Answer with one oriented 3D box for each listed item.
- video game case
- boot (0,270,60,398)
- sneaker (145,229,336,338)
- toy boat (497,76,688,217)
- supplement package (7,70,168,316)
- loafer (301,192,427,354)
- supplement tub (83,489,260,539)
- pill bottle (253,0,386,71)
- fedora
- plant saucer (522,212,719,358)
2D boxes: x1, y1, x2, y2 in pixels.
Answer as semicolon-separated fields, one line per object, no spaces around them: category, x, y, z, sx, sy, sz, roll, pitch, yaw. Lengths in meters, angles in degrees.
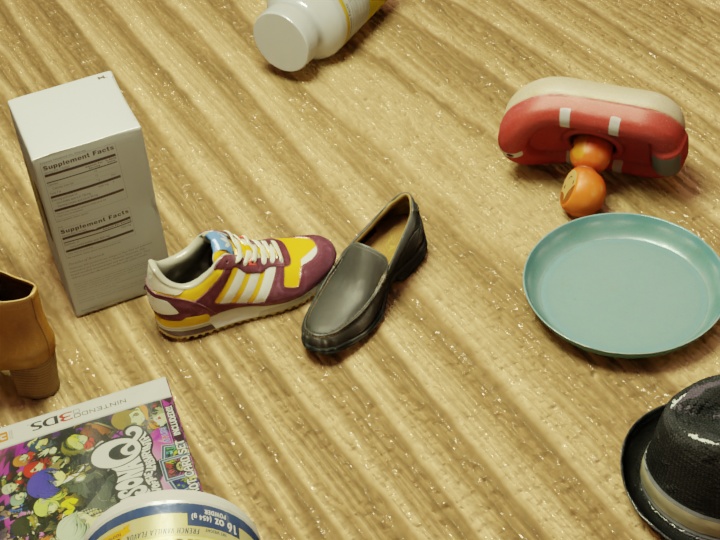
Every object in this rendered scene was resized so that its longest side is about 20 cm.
video game case;-0.230;0.195;1.160;0.179;0.036;0.201;-17;44;-10
boot;-0.381;0.054;1.250;0.199;0.145;0.071;1;42;8
sneaker;-0.115;-0.004;1.324;0.198;0.091;0.075;-23;45;-18
toy boat;0.240;-0.120;1.411;0.198;0.131;0.132;12;74;18
supplement package;-0.268;-0.076;1.338;0.109;0.201;0.114;-19;43;-15
loafer;0.000;0.000;1.321;0.072;0.073;0.200;17;48;22
supplement tub;-0.136;0.279;0.978;0.143;0.145;0.201;-8;42;-3
pill bottle;-0.047;-0.334;1.661;0.111;0.113;0.200;19;48;25
fedora;0.318;0.147;1.109;0.198;0.092;0.202;-3;43;3
plant saucer;0.258;0.018;1.308;0.198;0.028;0.201;-3;42;3
